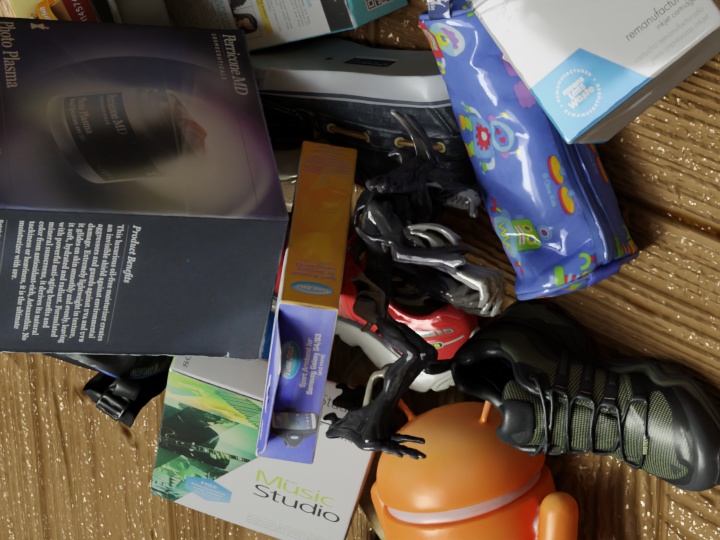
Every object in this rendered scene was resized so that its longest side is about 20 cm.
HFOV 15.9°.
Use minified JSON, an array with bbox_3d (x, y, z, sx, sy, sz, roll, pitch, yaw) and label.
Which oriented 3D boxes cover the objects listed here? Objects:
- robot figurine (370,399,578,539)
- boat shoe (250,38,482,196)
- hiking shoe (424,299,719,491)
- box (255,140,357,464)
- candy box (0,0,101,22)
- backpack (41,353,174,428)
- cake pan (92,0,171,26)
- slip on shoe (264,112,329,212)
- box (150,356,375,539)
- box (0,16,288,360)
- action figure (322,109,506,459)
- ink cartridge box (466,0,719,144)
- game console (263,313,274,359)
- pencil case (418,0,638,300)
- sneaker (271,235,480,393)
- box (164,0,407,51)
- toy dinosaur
[{"bbox_3d":[0.078,0.172,1.682,0.144,0.116,0.200,-124,19,-73],"label":"robot figurine"},{"bbox_3d":[-0.004,-0.094,1.651,0.200,0.071,0.091,10,117,42],"label":"boat shoe"},{"bbox_3d":[0.134,0.092,1.576,0.200,0.101,0.076,28,132,39],"label":"hiking shoe"},{"bbox_3d":[-0.033,0.024,1.570,0.041,0.200,0.119,7,126,-3],"label":"box"},{"bbox_3d":[-0.215,-0.159,1.808,0.200,0.055,0.116,109,137,-78],"label":"candy box"},{"bbox_3d":[-0.178,-0.002,1.764,0.200,0.190,0.154,27,98,19],"label":"backpack"},{"bbox_3d":[-0.164,-0.189,1.749,0.200,0.037,0.200,160,90,-82],"label":"cake pan"},{"bbox_3d":[-0.083,-0.077,1.768,0.200,0.076,0.061,7,128,41],"label":"slip on shoe"},{"bbox_3d":[-0.065,0.121,1.742,0.144,0.036,0.200,18,149,2],"label":"box"},{"bbox_3d":[-0.160,-0.054,1.585,0.200,0.198,0.123,-106,23,-48],"label":"box"},{"bbox_3d":[0.039,0.009,1.545,0.102,0.119,0.200,11,93,7],"label":"action figure"},{"bbox_3d":[0.111,-0.183,1.431,0.116,0.068,0.200,-39,78,21],"label":"ink cartridge box"},{"bbox_3d":[-0.120,0.016,1.906,0.200,0.118,0.171,47,109,19],"label":"game console"},{"bbox_3d":[0.100,-0.081,1.532,0.087,0.078,0.200,3,115,67],"label":"pencil case"},{"bbox_3d":[0.000,0.000,1.709,0.200,0.077,0.085,27,134,24],"label":"sneaker"},{"bbox_3d":[-0.060,-0.190,1.683,0.200,0.049,0.082,-5,107,51],"label":"box"},{"bbox_3d":[-0.009,0.124,1.804,0.101,0.058,0.200,19,125,42],"label":"toy dinosaur"}]
